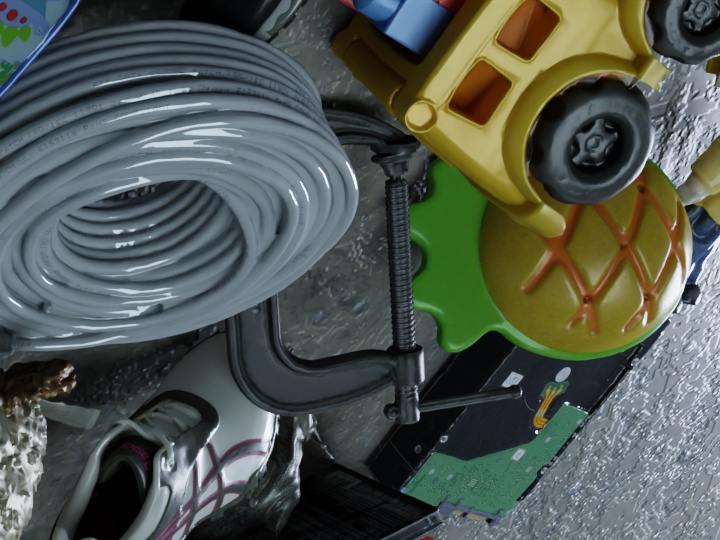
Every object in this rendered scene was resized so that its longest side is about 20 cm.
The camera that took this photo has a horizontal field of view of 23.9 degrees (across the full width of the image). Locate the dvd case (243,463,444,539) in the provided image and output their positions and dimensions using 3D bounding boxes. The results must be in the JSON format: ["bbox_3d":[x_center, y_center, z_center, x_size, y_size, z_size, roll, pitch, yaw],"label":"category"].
[{"bbox_3d":[-0.067,0.178,1.033,0.200,0.149,0.016,-24,105,-22],"label":"dvd case"}]

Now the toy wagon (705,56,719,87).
[{"bbox_3d":[0.231,-0.203,0.948,0.155,0.039,0.200,60,42,-79],"label":"toy wagon"}]

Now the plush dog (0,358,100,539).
[{"bbox_3d":[-0.209,0.128,0.793,0.160,0.172,0.200,-7,153,26],"label":"plush dog"}]

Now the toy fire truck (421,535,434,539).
[{"bbox_3d":[-0.001,0.245,1.162,0.168,0.112,0.200,-44,144,8],"label":"toy fire truck"}]

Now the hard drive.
[{"bbox_3d":[0.111,0.084,1.172,0.140,0.038,0.200,22,109,-49],"label":"hard drive"}]

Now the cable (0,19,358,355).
[{"bbox_3d":[-0.105,-0.035,0.795,0.200,0.069,0.200,2,145,-31],"label":"cable"}]

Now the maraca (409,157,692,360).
[{"bbox_3d":[0.114,-0.013,1.026,0.200,0.107,0.137,-3,87,-23],"label":"maraca"}]

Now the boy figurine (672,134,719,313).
[{"bbox_3d":[0.239,-0.067,1.111,0.124,0.064,0.200,-17,137,-57],"label":"boy figurine"}]

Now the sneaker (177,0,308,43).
[{"bbox_3d":[-0.045,-0.191,0.764,0.087,0.076,0.200,23,106,-34],"label":"sneaker"}]

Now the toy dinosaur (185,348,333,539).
[{"bbox_3d":[-0.085,0.143,1.021,0.200,0.102,0.077,-37,104,17],"label":"toy dinosaur"}]

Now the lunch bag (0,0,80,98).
[{"bbox_3d":[-0.218,-0.124,0.653,0.161,0.082,0.200,-48,142,6],"label":"lunch bag"}]

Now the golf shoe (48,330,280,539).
[{"bbox_3d":[-0.101,0.102,0.915,0.088,0.077,0.200,91,23,-53],"label":"golf shoe"}]

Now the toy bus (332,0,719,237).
[{"bbox_3d":[0.076,-0.148,0.865,0.192,0.136,0.200,30,103,-34],"label":"toy bus"}]

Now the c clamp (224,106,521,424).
[{"bbox_3d":[0.000,0.000,0.948,0.171,0.027,0.200,-15,110,-19],"label":"c clamp"}]
